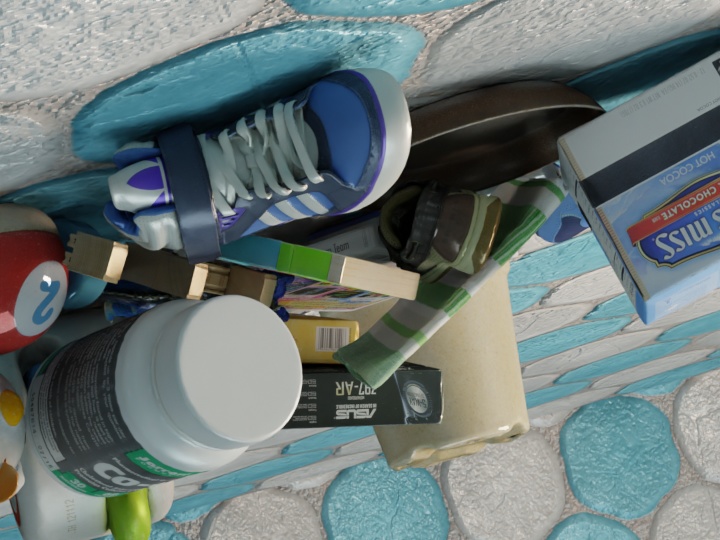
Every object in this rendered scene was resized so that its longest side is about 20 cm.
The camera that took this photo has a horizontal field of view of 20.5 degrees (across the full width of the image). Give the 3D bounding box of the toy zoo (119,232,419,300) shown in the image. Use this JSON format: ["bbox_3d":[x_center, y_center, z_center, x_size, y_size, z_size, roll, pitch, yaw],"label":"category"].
[{"bbox_3d":[-0.074,-0.013,1.362,0.199,0.021,0.131,12,179,25],"label":"toy zoo"}]

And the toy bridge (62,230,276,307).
[{"bbox_3d":[-0.133,-0.001,1.325,0.067,0.027,0.200,15,-179,30],"label":"toy bridge"}]

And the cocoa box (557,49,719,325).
[{"bbox_3d":[0.254,-0.069,1.391,0.199,0.132,0.133,-28,168,3],"label":"cocoa box"}]

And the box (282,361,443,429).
[{"bbox_3d":[-0.052,0.096,1.581,0.199,0.044,0.160,-1,-178,-17],"label":"box"}]

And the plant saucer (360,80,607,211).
[{"bbox_3d":[0.074,-0.090,1.390,0.199,0.032,0.200,-15,170,-3],"label":"plant saucer"}]

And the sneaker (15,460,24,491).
[{"bbox_3d":[-0.315,0.104,1.423,0.074,0.200,0.087,-40,142,-20],"label":"sneaker"}]

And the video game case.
[{"bbox_3d":[0.000,0.000,1.599,0.181,0.024,0.199,-18,168,35],"label":"video game case"}]

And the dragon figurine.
[{"bbox_3d":[-0.135,0.018,1.444,0.099,0.059,0.199,14,-168,39],"label":"dragon figurine"}]

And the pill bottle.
[{"bbox_3d":[-0.132,0.083,1.320,0.113,0.114,0.200,-7,171,-37],"label":"pill bottle"}]

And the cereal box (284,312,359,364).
[{"bbox_3d":[-0.099,0.052,1.622,0.143,0.040,0.200,2,179,-18],"label":"cereal box"}]

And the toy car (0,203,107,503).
[{"bbox_3d":[-0.254,0.073,1.284,0.176,0.201,0.184,-21,168,25],"label":"toy car"}]

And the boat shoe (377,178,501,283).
[{"bbox_3d":[0.045,-0.034,1.388,0.064,0.074,0.200,22,172,-10],"label":"boat shoe"}]

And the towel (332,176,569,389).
[{"bbox_3d":[0.064,0.005,1.457,0.200,0.023,0.153,-44,-172,-5],"label":"towel"}]

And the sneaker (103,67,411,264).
[{"bbox_3d":[-0.074,-0.059,1.198,0.146,0.081,0.200,-14,175,-33],"label":"sneaker"}]

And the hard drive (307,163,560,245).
[{"bbox_3d":[0.070,-0.044,1.624,0.199,0.026,0.132,-19,168,16],"label":"hard drive"}]

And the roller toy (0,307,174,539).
[{"bbox_3d":[-0.240,0.130,1.635,0.139,0.184,0.200,-13,-169,-14],"label":"roller toy"}]

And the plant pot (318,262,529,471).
[{"bbox_3d":[0.066,0.075,1.793,0.199,0.185,0.201,-16,169,-3],"label":"plant pot"}]

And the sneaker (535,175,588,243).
[{"bbox_3d":[0.219,-0.063,1.546,0.200,0.083,0.074,-32,169,33],"label":"sneaker"}]
